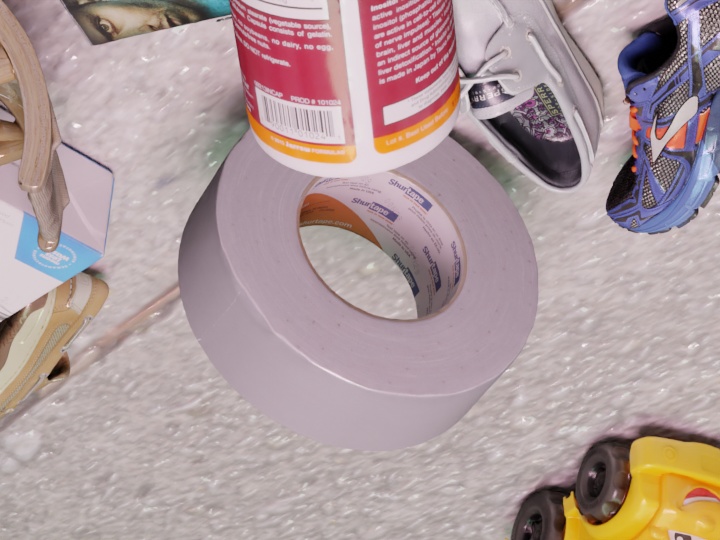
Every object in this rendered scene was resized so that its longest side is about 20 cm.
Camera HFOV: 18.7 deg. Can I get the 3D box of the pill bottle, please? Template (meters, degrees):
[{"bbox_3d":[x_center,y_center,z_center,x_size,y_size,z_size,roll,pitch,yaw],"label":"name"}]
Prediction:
[{"bbox_3d":[-0.012,-0.156,1.081,0.113,0.113,0.200,-2,128,6],"label":"pill bottle"}]

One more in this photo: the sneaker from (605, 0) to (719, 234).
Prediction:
[{"bbox_3d":[0.176,-0.100,1.222,0.078,0.075,0.200,17,135,-6],"label":"sneaker"}]

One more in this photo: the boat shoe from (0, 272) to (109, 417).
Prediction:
[{"bbox_3d":[-0.230,0.063,1.467,0.076,0.072,0.200,10,146,-32],"label":"boat shoe"}]

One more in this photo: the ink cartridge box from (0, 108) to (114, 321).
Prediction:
[{"bbox_3d":[-0.260,-0.018,1.350,0.116,0.067,0.200,30,136,-35],"label":"ink cartridge box"}]

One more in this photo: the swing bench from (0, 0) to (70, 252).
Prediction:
[{"bbox_3d":[-0.255,-0.083,1.143,0.199,0.130,0.199,-2,171,-7],"label":"swing bench"}]

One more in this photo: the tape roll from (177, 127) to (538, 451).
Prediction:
[{"bbox_3d":[0.000,0.000,1.247,0.200,0.201,0.066,16,142,-19],"label":"tape roll"}]

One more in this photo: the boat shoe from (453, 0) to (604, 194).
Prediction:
[{"bbox_3d":[0.078,-0.113,1.192,0.070,0.072,0.201,-18,139,27],"label":"boat shoe"}]

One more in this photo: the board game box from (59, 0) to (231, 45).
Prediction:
[{"bbox_3d":[-0.120,-0.199,1.119,0.135,0.028,0.200,-11,143,17],"label":"board game box"}]

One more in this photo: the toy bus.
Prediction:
[{"bbox_3d":[0.201,0.241,1.591,0.135,0.192,0.200,19,140,-21],"label":"toy bus"}]
